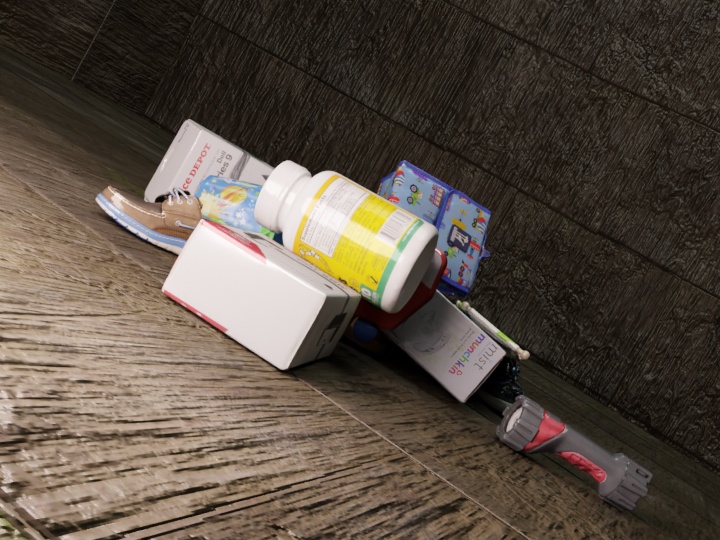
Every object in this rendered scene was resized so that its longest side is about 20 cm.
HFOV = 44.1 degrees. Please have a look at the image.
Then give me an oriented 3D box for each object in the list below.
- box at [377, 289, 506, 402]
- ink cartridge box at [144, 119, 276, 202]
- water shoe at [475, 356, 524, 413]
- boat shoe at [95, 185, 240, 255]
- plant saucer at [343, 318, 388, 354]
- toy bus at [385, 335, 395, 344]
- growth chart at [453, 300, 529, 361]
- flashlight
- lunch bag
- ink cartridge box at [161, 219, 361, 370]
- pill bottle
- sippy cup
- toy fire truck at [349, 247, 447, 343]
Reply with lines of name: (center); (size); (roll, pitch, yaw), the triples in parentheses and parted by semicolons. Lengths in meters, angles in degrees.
box: (0.105, 0.088, 1.272); (0.176, 0.097, 0.200); (41, 1, 4)
ink cartridge box: (-0.212, -0.119, 1.382); (0.199, 0.147, 0.084); (27, 6, -33)
water shoe: (0.224, 0.176, 1.429); (0.071, 0.079, 0.200); (28, 5, -24)
boat shoe: (-0.224, -0.062, 1.087); (0.199, 0.073, 0.072); (28, 4, -34)
plant saucer: (-0.040, 0.047, 1.262); (0.199, 0.032, 0.200); (36, 2, -2)
toy bus: (0.102, 0.100, 1.474); (0.065, 0.079, 0.200); (31, 4, 18)
growth chart: (0.201, 0.095, 1.380); (0.144, 0.018, 0.200); (41, 0, 12)
flashlight: (0.271, 0.239, 1.139); (0.199, 0.068, 0.068); (35, -31, -7)
lunch bag: (0.116, -0.056, 1.421); (0.198, 0.152, 0.094); (23, -23, -16)
ink cartridge box: (-0.092, 0.024, 0.914); (0.146, 0.083, 0.200); (31, 4, 9)
pill bottle: (-0.019, -0.045, 1.028); (0.199, 0.114, 0.113); (29, 3, 12)
sippy cup: (-0.173, -0.069, 1.256); (0.129, 0.141, 0.178); (20, -21, 1)
toy fire truck: (0.001, -0.003, 1.135); (0.198, 0.169, 0.112); (25, 1, 14)
